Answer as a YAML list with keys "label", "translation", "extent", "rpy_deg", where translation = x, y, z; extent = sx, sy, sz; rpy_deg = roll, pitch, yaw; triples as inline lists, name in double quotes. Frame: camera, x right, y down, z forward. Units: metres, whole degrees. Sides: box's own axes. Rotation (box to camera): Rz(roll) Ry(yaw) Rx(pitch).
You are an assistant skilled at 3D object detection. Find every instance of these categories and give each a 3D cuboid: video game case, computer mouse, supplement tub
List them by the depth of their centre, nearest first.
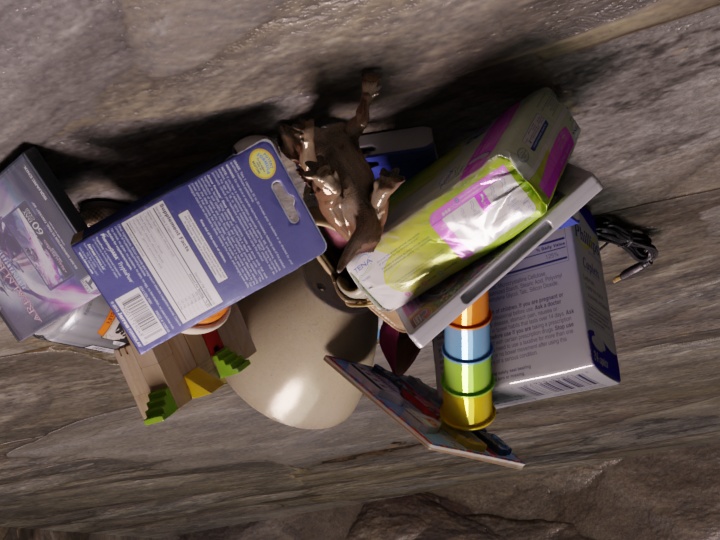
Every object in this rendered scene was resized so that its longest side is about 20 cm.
- label: "video game case"
  translation: [0.112, -0.021, 0.995]
  extent: [0.200, 0.018, 0.143]
  rpy_deg: [-41, -168, 3]
- label: "video game case"
  translation: [-0.322, -0.018, 1.099]
  extent: [0.199, 0.144, 0.019]
  rpy_deg: [-25, -169, 44]
- label: "supplement tub"
  translation: [-0.262, 0.030, 1.251]
  extent: [0.121, 0.124, 0.199]
  rpy_deg: [-19, 157, 36]
- label: "computer mouse"
  translation: [0.264, -0.007, 1.404]
  extent: [0.139, 0.047, 0.200]
  rpy_deg: [15, 141, -36]

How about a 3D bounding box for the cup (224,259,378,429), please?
- label: "cup"
  translation: [-0.056, 0.061, 1.332]
  extent: [0.198, 0.202, 0.144]
  rpy_deg: [8, 133, -33]

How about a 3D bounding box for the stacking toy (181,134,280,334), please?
- label: "stacking toy"
  translation: [-0.137, -0.051, 1.078]
  extent: [0.145, 0.147, 0.200]
  rpy_deg: [14, 129, -44]

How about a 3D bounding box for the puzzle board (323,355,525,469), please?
- label: "puzzle board"
  translation: [0.068, 0.148, 1.229]
  extent: [0.150, 0.018, 0.199]
  rpy_deg: [20, -170, -41]

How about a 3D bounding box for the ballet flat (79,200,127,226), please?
- label: "ballet flat"
  translation: [-0.202, -0.033, 1.200]
  extent: [0.198, 0.047, 0.067]
  rpy_deg: [9, 156, -35]

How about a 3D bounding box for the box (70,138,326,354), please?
- label: "box"
  translation: [-0.140, -0.024, 1.017]
  extent: [0.198, 0.122, 0.032]
  rpy_deg: [-28, -159, 4]

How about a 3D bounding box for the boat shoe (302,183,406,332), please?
- label: "boat shoe"
  translation: [0.000, 0.000, 1.112]
  extent: [0.073, 0.067, 0.200]
  rpy_deg: [-16, 128, 34]

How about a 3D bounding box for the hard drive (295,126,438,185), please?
- label: "hard drive"
  translation: [0.018, -0.082, 1.148]
  extent: [0.130, 0.026, 0.200]
  rpy_deg: [-8, 160, 7]

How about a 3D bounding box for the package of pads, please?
- label: "package of pads"
  translation: [0.089, -0.059, 0.998]
  extent: [0.199, 0.155, 0.068]
  rpy_deg: [-34, 103, 35]

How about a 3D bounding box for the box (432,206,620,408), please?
- label: "box"
  translation: [0.174, 0.037, 1.258]
  extent: [0.182, 0.203, 0.105]
  rpy_deg: [-15, 159, 28]

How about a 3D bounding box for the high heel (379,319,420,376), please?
- label: "high heel"
  translation: [0.073, 0.039, 1.191]
  extent: [0.066, 0.098, 0.200]
  rpy_deg: [0, 159, -17]

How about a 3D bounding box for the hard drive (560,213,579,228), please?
- label: "hard drive"
  translation: [0.108, -0.047, 1.172]
  extent: [0.198, 0.026, 0.131]
  rpy_deg: [-18, 158, 27]

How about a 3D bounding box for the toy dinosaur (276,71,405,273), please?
- label: "toy dinosaur"
  translation: [-0.012, -0.069, 0.964]
  extent: [0.084, 0.202, 0.136]
  rpy_deg: [-11, 148, -9]

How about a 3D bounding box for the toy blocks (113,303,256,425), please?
- label: "toy blocks"
  translation: [-0.189, 0.055, 1.180]
  extent: [0.099, 0.138, 0.200]
  rpy_deg: [-18, -171, 31]

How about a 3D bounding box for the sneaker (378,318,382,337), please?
- label: "sneaker"
  translation: [-0.002, 0.048, 1.451]
  extent: [0.085, 0.076, 0.200]
  rpy_deg: [7, 158, -16]

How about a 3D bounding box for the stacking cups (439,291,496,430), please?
- label: "stacking cups"
  translation: [0.102, 0.061, 1.136]
  extent: [0.059, 0.061, 0.203]
  rpy_deg: [-5, 119, 2]
